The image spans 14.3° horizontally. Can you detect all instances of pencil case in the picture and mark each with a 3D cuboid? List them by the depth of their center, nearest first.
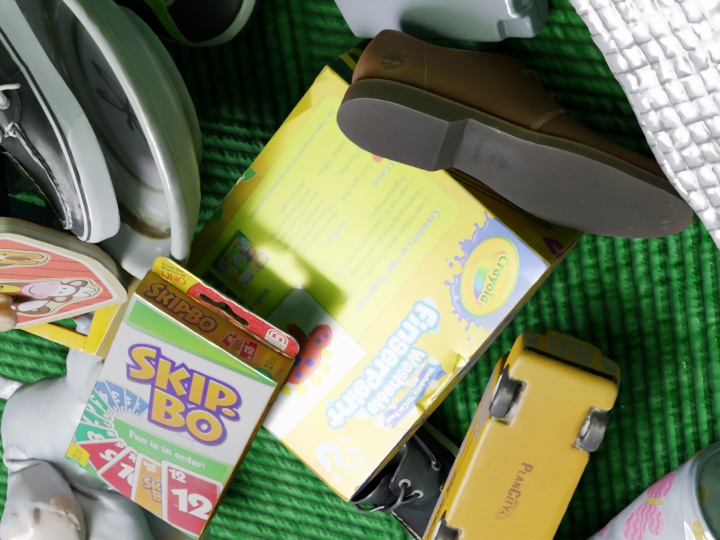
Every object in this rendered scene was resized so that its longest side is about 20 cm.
[{"bbox_3d":[0.168,0.176,1.633,0.083,0.091,0.200,27,137,-17],"label":"pencil case"}]

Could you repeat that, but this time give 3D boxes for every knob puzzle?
[{"bbox_3d":[-0.228,0.015,1.641,0.219,0.219,0.031,-22,64,44],"label":"knob puzzle"}]

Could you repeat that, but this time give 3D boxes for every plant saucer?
[{"bbox_3d":[-0.136,-0.092,1.602,0.200,0.050,0.201,48,155,30],"label":"plant saucer"}]

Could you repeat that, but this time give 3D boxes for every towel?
[{"bbox_3d":[0.214,-0.102,1.411,0.165,0.086,0.200,-22,107,45],"label":"towel"}]

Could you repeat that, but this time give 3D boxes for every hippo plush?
[{"bbox_3d":[-0.142,0.091,1.801,0.161,0.159,0.200,-53,41,28],"label":"hippo plush"}]

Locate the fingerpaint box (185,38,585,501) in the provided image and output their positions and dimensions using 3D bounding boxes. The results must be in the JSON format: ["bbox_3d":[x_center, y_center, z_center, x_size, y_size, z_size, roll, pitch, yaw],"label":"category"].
[{"bbox_3d":[0.000,0.000,1.614,0.167,0.073,0.200,41,118,5],"label":"fingerpaint box"}]

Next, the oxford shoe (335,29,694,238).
[{"bbox_3d":[0.091,-0.077,1.524,0.199,0.072,0.071,23,147,-7],"label":"oxford shoe"}]

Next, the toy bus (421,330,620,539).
[{"bbox_3d":[0.087,0.119,1.642,0.065,0.078,0.201,20,120,-2],"label":"toy bus"}]

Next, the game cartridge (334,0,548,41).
[{"bbox_3d":[0.019,-0.217,1.507,0.133,0.041,0.201,3,121,31],"label":"game cartridge"}]

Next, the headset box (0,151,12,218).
[{"bbox_3d":[-0.280,-0.090,1.694,0.174,0.092,0.201,135,128,-62],"label":"headset box"}]

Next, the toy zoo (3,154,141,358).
[{"bbox_3d":[-0.189,-0.027,1.742,0.199,0.020,0.132,19,91,33],"label":"toy zoo"}]

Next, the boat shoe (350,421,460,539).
[{"bbox_3d":[0.012,0.112,1.723,0.074,0.066,0.200,-16,109,45],"label":"boat shoe"}]

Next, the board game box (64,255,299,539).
[{"bbox_3d":[-0.103,0.075,1.630,0.095,0.030,0.200,32,139,3],"label":"board game box"}]

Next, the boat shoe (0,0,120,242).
[{"bbox_3d":[-0.204,-0.097,1.585,0.200,0.068,0.074,62,159,-3],"label":"boat shoe"}]

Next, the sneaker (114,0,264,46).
[{"bbox_3d":[-0.150,-0.174,1.615,0.199,0.083,0.072,20,106,24],"label":"sneaker"}]
